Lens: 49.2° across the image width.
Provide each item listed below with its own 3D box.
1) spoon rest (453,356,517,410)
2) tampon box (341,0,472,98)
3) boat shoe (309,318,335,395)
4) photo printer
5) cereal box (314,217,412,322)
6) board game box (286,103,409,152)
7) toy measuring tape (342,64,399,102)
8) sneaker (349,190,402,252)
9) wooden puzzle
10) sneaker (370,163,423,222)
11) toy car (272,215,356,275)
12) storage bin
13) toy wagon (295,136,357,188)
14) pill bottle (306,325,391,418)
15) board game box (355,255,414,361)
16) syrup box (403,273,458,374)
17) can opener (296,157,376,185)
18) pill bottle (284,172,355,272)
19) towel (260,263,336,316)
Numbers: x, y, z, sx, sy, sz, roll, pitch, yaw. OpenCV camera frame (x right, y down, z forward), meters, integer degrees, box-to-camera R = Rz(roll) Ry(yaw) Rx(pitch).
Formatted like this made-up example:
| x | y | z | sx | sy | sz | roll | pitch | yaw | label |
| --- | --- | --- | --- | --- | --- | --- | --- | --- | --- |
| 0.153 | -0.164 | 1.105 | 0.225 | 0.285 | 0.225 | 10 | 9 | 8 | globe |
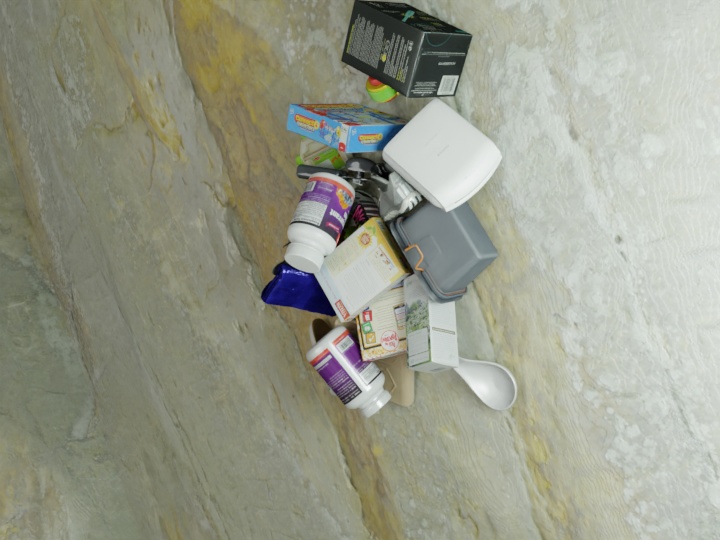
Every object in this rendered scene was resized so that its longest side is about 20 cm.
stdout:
| x | y | z | sx | sy | sz | roll | pitch | yaw | label |
| --- | --- | --- | --- | --- | --- | --- | --- | --- | --- |
| 0.240 | 0.206 | 1.610 | 0.200 | 0.060 | 0.100 | 40 | 128 | 35 | spoon rest |
| 0.088 | -0.435 | 1.541 | 0.200 | 0.149 | 0.127 | 38 | 126 | 36 | tampon box |
| -0.091 | 0.222 | 1.977 | 0.069 | 0.070 | 0.201 | -27 | 81 | 46 | boat shoe |
| 0.162 | -0.220 | 1.522 | 0.166 | 0.069 | 0.200 | -43 | 60 | 0 | photo printer |
| 0.000 | 0.000 | 1.700 | 0.200 | 0.039 | 0.145 | -38 | 73 | 29 | cereal box |
| -0.018 | -0.303 | 1.658 | 0.195 | 0.199 | 0.056 | 28 | 118 | 40 | board game box |
| 0.020 | -0.400 | 1.683 | 0.199 | 0.073 | 0.074 | 22 | 116 | 40 | toy measuring tape |
| 0.014 | -0.104 | 1.758 | 0.200 | 0.087 | 0.074 | 52 | 132 | 23 | sneaker |
| 0.037 | 0.204 | 1.817 | 0.199 | 0.046 | 0.187 | 14 | 121 | 28 | wooden puzzle |
| 0.059 | -0.172 | 1.646 | 0.116 | 0.075 | 0.200 | 51 | 164 | -6 | sneaker |
| -0.109 | -0.043 | 1.829 | 0.158 | 0.199 | 0.165 | 50 | 132 | 28 | toy car |
| 0.170 | -0.056 | 1.571 | 0.134 | 0.145 | 0.201 | -42 | 68 | 34 | storage bin |
| -0.081 | -0.267 | 1.803 | 0.155 | 0.040 | 0.201 | -18 | 110 | 42 | toy wagon |
| -0.023 | 0.230 | 1.767 | 0.200 | 0.112 | 0.112 | 51 | 136 | 1 | pill bottle |
| 0.061 | 0.085 | 1.721 | 0.151 | 0.046 | 0.202 | -16 | 76 | 26 | board game box |
| 0.145 | 0.104 | 1.626 | 0.079 | 0.081 | 0.202 | -25 | 58 | 48 | syrup box |
| -0.049 | -0.226 | 1.757 | 0.199 | 0.053 | 0.067 | 13 | 98 | 28 | can opener |
| -0.093 | -0.102 | 1.710 | 0.111 | 0.111 | 0.201 | -5 | 57 | 49 | pill bottle |
| -0.118 | 0.051 | 1.834 | 0.148 | 0.198 | 0.050 | 131 | 142 | -49 | towel |
